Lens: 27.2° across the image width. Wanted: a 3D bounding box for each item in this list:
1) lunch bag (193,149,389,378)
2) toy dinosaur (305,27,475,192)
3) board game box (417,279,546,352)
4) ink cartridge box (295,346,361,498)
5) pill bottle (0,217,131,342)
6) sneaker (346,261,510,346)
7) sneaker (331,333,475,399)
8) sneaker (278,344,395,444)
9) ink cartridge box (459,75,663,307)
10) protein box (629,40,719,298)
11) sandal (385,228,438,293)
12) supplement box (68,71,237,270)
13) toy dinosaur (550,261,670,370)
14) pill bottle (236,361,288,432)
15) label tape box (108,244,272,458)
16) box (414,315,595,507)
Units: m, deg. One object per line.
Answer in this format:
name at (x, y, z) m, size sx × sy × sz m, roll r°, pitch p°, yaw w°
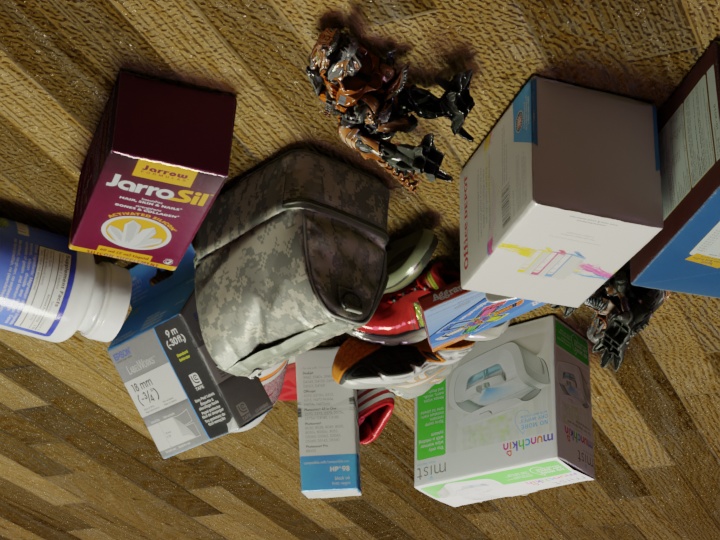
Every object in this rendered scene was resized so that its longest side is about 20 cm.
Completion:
lunch bag at (-0.071, 0.003, 1.459) m, size 0.139 × 0.169 × 0.199 m, roll 24°, pitch 146°, yaw -36°
toy dinosaur at (0.024, -0.137, 1.292) m, size 0.135 × 0.103 × 0.200 m, roll 15°, pitch 176°, yaw 27°
board game box at (0.158, 0.019, 1.555) m, size 0.198 × 0.020 × 0.103 m, roll -23°, pitch 150°, yaw -3°
ink cartridge box at (-0.037, 0.155, 1.704) m, size 0.066 × 0.202 × 0.116 m, roll -3°, pitch 168°, yaw 2°
pill bottle at (-0.346, 0.011, 1.560) m, size 0.198 × 0.113 × 0.112 m, roll 17°, pitch 150°, yaw -28°
sneaker at (0.070, 0.027, 1.625) m, size 0.197 × 0.078 × 0.085 m, roll -4°, pitch 136°, yaw -1°
sneaker at (0.044, 0.115, 1.674) m, size 0.199 × 0.076 × 0.093 m, roll -10°, pitch 136°, yaw -40°
sneaker at (-0.039, 0.158, 1.817) m, size 0.199 × 0.117 × 0.078 m, roll -22°, pitch 145°, yaw 38°
ink cartridge box at (0.173, -0.061, 1.362) m, size 0.124 × 0.130 × 0.200 m, roll 10°, pitch 153°, yaw -15°
protein box at (0.361, -0.075, 1.310) m, size 0.196 × 0.136 × 0.200 m, roll 8°, pitch 152°, yaw -12°
sandal at (0.001, -0.001, 1.567) m, size 0.057 × 0.080 × 0.200 m, roll 37°, pitch 134°, yaw -21°
supplement box at (-0.196, -0.088, 1.383) m, size 0.109 × 0.087 × 0.200 m, roll 11°, pitch 151°, yaw -17°
toy dinosaur at (0.275, 0.017, 1.541) m, size 0.135 × 0.102 × 0.201 m, roll -30°, pitch 141°, yaw -33°
pill bottle at (-0.142, 0.108, 1.731) m, size 0.113 × 0.115 × 0.200 m, roll 5°, pitch 152°, yaw -6°
label tape box at (-0.198, 0.085, 1.590) m, size 0.144 × 0.202 × 0.063 m, roll -25°, pitch -177°, yaw 44°
box at (0.168, 0.171, 1.762) m, size 0.198 × 0.178 × 0.096 m, roll -16°, pitch 148°, yaw 33°
